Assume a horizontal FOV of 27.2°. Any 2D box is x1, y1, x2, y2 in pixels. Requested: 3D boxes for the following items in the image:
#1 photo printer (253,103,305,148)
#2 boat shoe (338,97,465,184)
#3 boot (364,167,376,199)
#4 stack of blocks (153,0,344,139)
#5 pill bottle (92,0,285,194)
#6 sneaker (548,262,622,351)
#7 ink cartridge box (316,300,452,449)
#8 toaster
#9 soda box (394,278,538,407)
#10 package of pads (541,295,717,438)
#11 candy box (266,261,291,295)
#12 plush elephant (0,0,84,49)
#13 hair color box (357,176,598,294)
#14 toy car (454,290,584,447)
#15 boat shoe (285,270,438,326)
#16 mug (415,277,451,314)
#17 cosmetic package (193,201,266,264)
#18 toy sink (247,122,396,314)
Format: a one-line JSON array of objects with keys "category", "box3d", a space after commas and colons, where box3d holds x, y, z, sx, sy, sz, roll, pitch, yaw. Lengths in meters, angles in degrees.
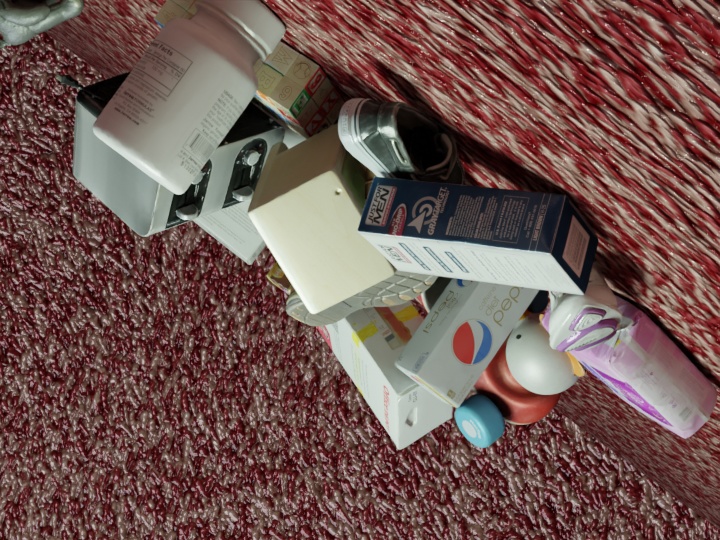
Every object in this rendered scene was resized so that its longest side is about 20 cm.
[{"category": "photo printer", "box3d": [-0.087, -0.146, 1.838, 0.198, 0.070, 0.166, 16, 171, 9]}, {"category": "boat shoe", "box3d": [0.056, -0.106, 1.404, 0.070, 0.073, 0.199, 5, 170, 34]}, {"category": "boot", "box3d": [0.065, -0.103, 1.544, 0.073, 0.076, 0.200, -8, 172, 25]}, {"category": "stack of blocks", "box3d": [-0.120, -0.229, 1.638, 0.199, 0.059, 0.115, 36, 177, 20]}, {"category": "pill bottle", "box3d": [-0.167, -0.187, 1.489, 0.114, 0.201, 0.114, 36, 177, 2]}, {"category": "sneaker", "box3d": [0.207, 0.027, 1.455, 0.200, 0.074, 0.101, 35, -146, -80]}, {"category": "ink cartridge box", "box3d": [0.026, 0.087, 1.739, 0.201, 0.083, 0.146, 55, 165, 27]}, {"category": "toaster", "box3d": [-0.215, -0.144, 1.663, 0.180, 0.120, 0.200, -22, -130, -41]}, {"category": "soda box", "box3d": [0.126, 0.044, 1.609, 0.068, 0.201, 0.064, 37, 175, -23]}, {"category": "package of pads", "box3d": [0.298, 0.096, 1.631, 0.200, 0.076, 0.120, 40, 177, -40]}, {"category": "candy box", "box3d": [-0.038, -0.047, 2.040, 0.056, 0.201, 0.117, 37, 176, -21]}, {"category": "plush elephant", "box3d": [-0.593, -0.467, 2.487, 0.156, 0.199, 0.165, 61, 171, -33]}, {"category": "hair color box", "box3d": [0.108, -0.033, 1.371, 0.198, 0.061, 0.100, 7, 161, 30]}, {"category": "toy car", "box3d": [0.198, 0.087, 1.757, 0.178, 0.184, 0.200, 56, 154, 2]}, {"category": "boat shoe", "box3d": [0.000, 0.000, 1.633, 0.198, 0.072, 0.076, -16, 144, 31]}, {"category": "mug", "box3d": [0.094, -0.015, 1.742, 0.178, 0.133, 0.200, 51, 173, -33]}, {"category": "cosmetic package", "box3d": [-0.128, -0.120, 1.979, 0.107, 0.201, 0.085, 38, 175, 2]}, {"category": "toy sink", "box3d": [-0.027, -0.071, 1.561, 0.131, 0.111, 0.200, 58, -163, -19]}]
